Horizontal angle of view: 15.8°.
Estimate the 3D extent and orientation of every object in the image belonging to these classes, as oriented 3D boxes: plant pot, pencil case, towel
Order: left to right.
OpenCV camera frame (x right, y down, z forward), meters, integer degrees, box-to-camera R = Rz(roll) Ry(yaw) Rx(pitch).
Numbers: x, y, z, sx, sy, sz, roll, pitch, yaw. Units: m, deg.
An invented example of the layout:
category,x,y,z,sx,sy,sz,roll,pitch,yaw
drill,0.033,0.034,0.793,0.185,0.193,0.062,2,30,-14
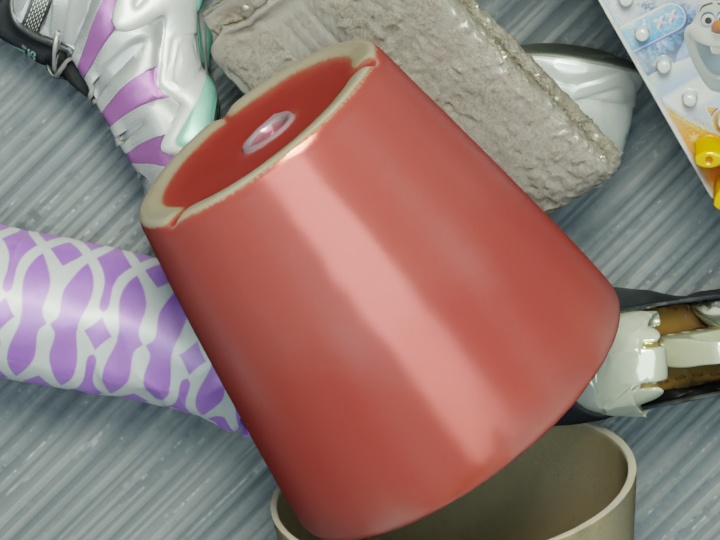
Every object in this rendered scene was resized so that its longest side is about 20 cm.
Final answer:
category,x,y,z,sx,sy,sz,roll,pitch,yaw
pencil case,-0.141,0.029,1.356,0.199,0.084,0.086,15,134,-4
plant pot,0.000,0.000,1.254,0.200,0.200,0.178,-36,108,0
towel,0.024,-0.088,1.309,0.132,0.035,0.200,-32,115,36
plant pot,0.058,0.199,1.342,0.186,0.187,0.201,-8,110,-3

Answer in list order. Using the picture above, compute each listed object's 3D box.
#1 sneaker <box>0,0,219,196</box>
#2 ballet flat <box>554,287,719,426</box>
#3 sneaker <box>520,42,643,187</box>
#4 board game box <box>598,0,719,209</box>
category,x,y,z,sx,sy,sz,roll,pitch,yaw
sneaker,-0.144,-0.105,1.350,0.139,0.078,0.202,-2,85,-2
ballet flat,0.157,0.041,1.347,0.199,0.073,0.074,-6,95,-23
sneaker,0.047,-0.087,1.361,0.199,0.070,0.081,10,103,-2
board game box,0.211,-0.150,1.225,0.199,0.026,0.201,-26,110,18
